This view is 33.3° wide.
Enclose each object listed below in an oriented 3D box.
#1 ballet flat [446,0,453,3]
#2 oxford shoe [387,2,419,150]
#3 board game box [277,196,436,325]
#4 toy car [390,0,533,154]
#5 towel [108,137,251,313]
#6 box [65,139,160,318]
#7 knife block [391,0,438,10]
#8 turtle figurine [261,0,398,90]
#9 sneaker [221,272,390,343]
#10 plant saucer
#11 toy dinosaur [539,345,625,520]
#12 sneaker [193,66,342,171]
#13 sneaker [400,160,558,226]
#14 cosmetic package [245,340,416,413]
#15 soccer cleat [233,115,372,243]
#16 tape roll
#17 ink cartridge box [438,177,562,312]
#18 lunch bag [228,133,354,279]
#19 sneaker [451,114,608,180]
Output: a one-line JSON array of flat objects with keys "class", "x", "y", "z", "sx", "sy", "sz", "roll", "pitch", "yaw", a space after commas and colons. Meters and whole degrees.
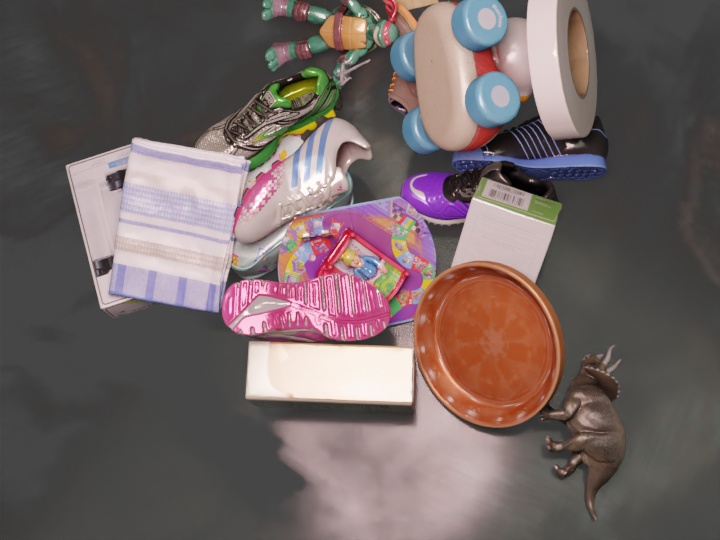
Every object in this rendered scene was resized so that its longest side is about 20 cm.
[{"class": "ballet flat", "x": 0.177, "y": -0.277, "z": 1.567, "sx": 0.199, "sy": 0.071, "sz": 0.071, "roll": 32, "pitch": 80, "yaw": 10}, {"class": "oxford shoe", "x": 0.064, "y": -0.252, "z": 1.562, "sx": 0.072, "sy": 0.071, "sz": 0.201, "roll": -20, "pitch": 76, "yaw": 3}, {"class": "board game box", "x": 0.000, "y": 0.000, "z": 1.475, "sx": 0.199, "sy": 0.039, "sz": 0.159, "roll": -10, "pitch": 100, "yaw": -7}, {"class": "toy car", "x": 0.170, "y": -0.238, "z": 1.462, "sx": 0.199, "sy": 0.184, "sz": 0.178, "roll": -8, "pitch": 87, "yaw": -27}, {"class": "towel", "x": -0.221, "y": -0.054, "z": 1.459, "sx": 0.146, "sy": 0.024, "sz": 0.201, "roll": 11, "pitch": 101, "yaw": -3}, {"class": "box", "x": -0.293, "y": -0.053, "z": 1.540, "sx": 0.116, "sy": 0.060, "sz": 0.201, "roll": -16, "pitch": 75, "yaw": 0}, {"class": "knife block", "x": 0.046, "y": -0.460, "z": 1.561, "sx": 0.064, "sy": 0.176, "sz": 0.201, "roll": -14, "pitch": 75, "yaw": 1}, {"class": "turtle figurine", "x": -0.026, "y": -0.306, "z": 1.551, "sx": 0.199, "sy": 0.101, "sz": 0.151, "roll": 5, "pitch": 96, "yaw": 22}, {"class": "sneaker", "x": -0.064, "y": 0.047, "z": 1.438, "sx": 0.199, "sy": 0.088, "sz": 0.082, "roll": 4, "pitch": 81, "yaw": -4}, {"class": "plant saucer", "x": 0.153, "y": 0.086, "z": 1.434, "sx": 0.199, "sy": 0.032, "sz": 0.202, "roll": 11, "pitch": 108, "yaw": 34}, {"class": "toy dinosaur", "x": 0.272, "y": 0.190, "z": 1.429, "sx": 0.102, "sy": 0.077, "sz": 0.201, "roll": -13, "pitch": 70, "yaw": 15}, {"class": "sneaker", "x": -0.120, "y": -0.190, "z": 1.473, "sx": 0.199, "sy": 0.085, "sz": 0.078, "roll": -32, "pitch": 68, "yaw": -2}, {"class": "sneaker", "x": 0.150, "y": -0.103, "z": 1.493, "sx": 0.199, "sy": 0.100, "sz": 0.070, "roll": 10, "pitch": 58, "yaw": 4}, {"class": "cosmetic package", "x": -0.032, "y": 0.129, "z": 1.453, "sx": 0.199, "sy": 0.105, "sz": 0.072, "roll": 2, "pitch": 78, "yaw": 3}, {"class": "soccer cleat", "x": -0.068, "y": -0.101, "z": 1.446, "sx": 0.086, "sy": 0.070, "sz": 0.200, "roll": 35, "pitch": 77, "yaw": 24}, {"class": "tape roll", "x": 0.243, "y": -0.256, "z": 1.436, "sx": 0.037, "sy": 0.203, "sz": 0.204, "roll": -4, "pitch": 74, "yaw": 24}, {"class": "ink cartridge box", "x": 0.164, "y": -0.003, "z": 1.469, "sx": 0.103, "sy": 0.201, "sz": 0.059, "roll": 19, "pitch": 34, "yaw": 7}, {"class": "lunch bag", "x": -0.114, "y": -0.100, "z": 1.531, "sx": 0.200, "sy": 0.077, "sz": 0.161, "roll": -37, "pitch": 74, "yaw": -6}, {"class": "sneaker", "x": 0.214, "y": -0.159, "z": 1.530, "sx": 0.199, "sy": 0.070, "sz": 0.078, "roll": 2, "pitch": 73, "yaw": -2}]
